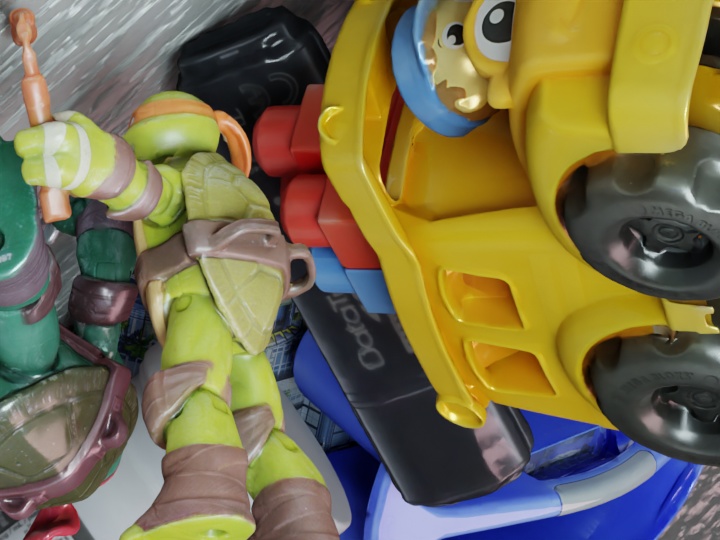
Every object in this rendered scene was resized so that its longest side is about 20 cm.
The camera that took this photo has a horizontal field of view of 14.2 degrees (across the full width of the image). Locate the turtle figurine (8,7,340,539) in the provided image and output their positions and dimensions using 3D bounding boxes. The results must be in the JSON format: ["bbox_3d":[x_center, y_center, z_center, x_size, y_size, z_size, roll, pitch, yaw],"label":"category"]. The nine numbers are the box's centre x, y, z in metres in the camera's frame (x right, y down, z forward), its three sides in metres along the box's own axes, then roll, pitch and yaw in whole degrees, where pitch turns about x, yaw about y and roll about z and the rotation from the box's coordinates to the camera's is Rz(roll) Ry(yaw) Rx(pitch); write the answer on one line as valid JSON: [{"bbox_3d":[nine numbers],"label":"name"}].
[{"bbox_3d":[-0.043,0.012,0.853,0.064,0.162,0.200,-16,157,9],"label":"turtle figurine"}]

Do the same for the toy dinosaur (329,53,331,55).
[{"bbox_3d":[0.007,-0.040,1.039,0.101,0.058,0.200,-3,151,-2],"label":"toy dinosaur"}]

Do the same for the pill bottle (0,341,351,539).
[{"bbox_3d":[-0.110,0.112,1.042,0.200,0.116,0.116,-36,169,8],"label":"pill bottle"}]

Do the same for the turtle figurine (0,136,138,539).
[{"bbox_3d":[-0.116,0.029,0.914,0.150,0.101,0.200,-48,161,-7],"label":"turtle figurine"}]

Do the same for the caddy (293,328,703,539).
[{"bbox_3d":[0.063,0.065,1.135,0.200,0.105,0.142,-19,124,-39],"label":"caddy"}]

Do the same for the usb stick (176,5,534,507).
[{"bbox_3d":[0.000,0.000,0.997,0.055,0.200,0.033,-19,-152,18],"label":"usb stick"}]

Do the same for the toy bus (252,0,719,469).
[{"bbox_3d":[0.050,-0.038,0.875,0.200,0.191,0.136,66,34,-52],"label":"toy bus"}]

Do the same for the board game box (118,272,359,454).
[{"bbox_3d":[-0.042,0.090,1.177,0.200,0.062,0.200,-13,121,-50],"label":"board game box"}]
